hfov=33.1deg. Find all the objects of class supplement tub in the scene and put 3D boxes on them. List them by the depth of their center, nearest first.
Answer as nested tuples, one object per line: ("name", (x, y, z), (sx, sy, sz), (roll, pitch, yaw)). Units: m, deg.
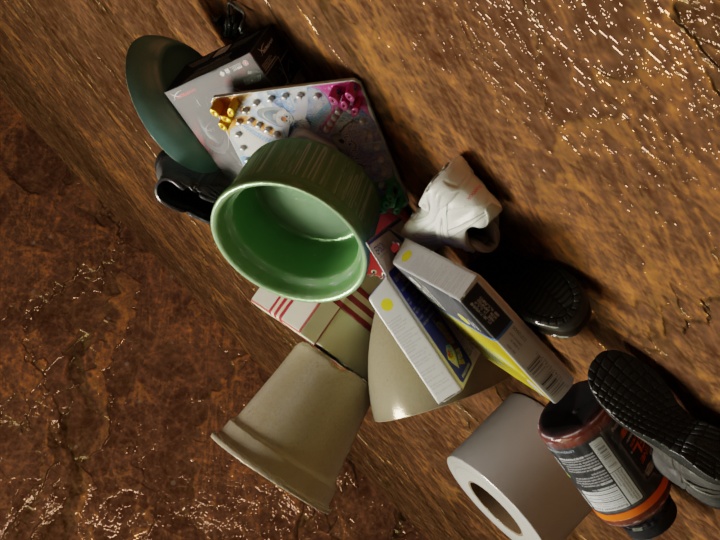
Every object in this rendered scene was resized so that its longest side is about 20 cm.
("supplement tub", (0.307, 0.236, 1.473), (0.200, 0.107, 0.107), (53, 165, -21))

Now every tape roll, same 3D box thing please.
("tape roll", (0.243, 0.298, 1.762), (0.203, 0.139, 0.203), (43, 164, 15))

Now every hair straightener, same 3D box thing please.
("hair straightener", (-0.175, -0.301, 1.589), (0.077, 0.041, 0.200), (49, 167, -4))

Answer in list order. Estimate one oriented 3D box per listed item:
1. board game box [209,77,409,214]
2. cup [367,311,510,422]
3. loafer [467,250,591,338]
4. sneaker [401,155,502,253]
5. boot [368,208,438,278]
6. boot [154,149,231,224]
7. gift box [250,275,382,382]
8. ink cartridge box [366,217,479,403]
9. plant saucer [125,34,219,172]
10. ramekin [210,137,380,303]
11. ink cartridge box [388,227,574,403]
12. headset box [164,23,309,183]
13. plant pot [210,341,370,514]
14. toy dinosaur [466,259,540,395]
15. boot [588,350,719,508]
("board game box", (-0.062, -0.138, 1.477), (0.199, 0.026, 0.201), (-3, 135, 24))
("cup", (0.091, 0.105, 1.653), (0.200, 0.199, 0.144), (163, 89, -74))
("loafer", (0.196, 0.030, 1.350), (0.071, 0.073, 0.200), (44, 174, -30))
("sneaker", (0.108, -0.049, 1.368), (0.099, 0.078, 0.200), (42, 166, 6))
("boot", (0.000, 0.000, 1.598), (0.144, 0.200, 0.072), (48, -161, -9))
("boot", (-0.183, -0.093, 1.618), (0.199, 0.070, 0.132), (13, -158, -18))
("gift box", (-0.030, 0.022, 1.760), (0.187, 0.201, 0.184), (38, 169, -34))
("ink cartridge box", (0.068, 0.044, 1.457), (0.201, 0.047, 0.198), (55, -163, -1))
("plant saucer", (-0.226, -0.227, 1.594), (0.036, 0.200, 0.200), (-24, 115, 28))
("ramekin", (-0.071, -0.064, 1.462), (0.199, 0.098, 0.201), (13, 139, 12))
("ink cartridge box", (0.125, 0.049, 1.376), (0.198, 0.047, 0.200), (44, 172, -31))
("headset box", (-0.126, -0.189, 1.538), (0.148, 0.077, 0.200), (-16, 120, 33))
("plant pot", (-0.078, 0.210, 1.708), (0.200, 0.184, 0.200), (32, 174, 4))
("toy dinosaur", (0.180, 0.066, 1.532), (0.200, 0.047, 0.088), (55, 162, -8))
("boot", (0.328, 0.182, 1.326), (0.200, 0.070, 0.132), (44, 169, 24))
